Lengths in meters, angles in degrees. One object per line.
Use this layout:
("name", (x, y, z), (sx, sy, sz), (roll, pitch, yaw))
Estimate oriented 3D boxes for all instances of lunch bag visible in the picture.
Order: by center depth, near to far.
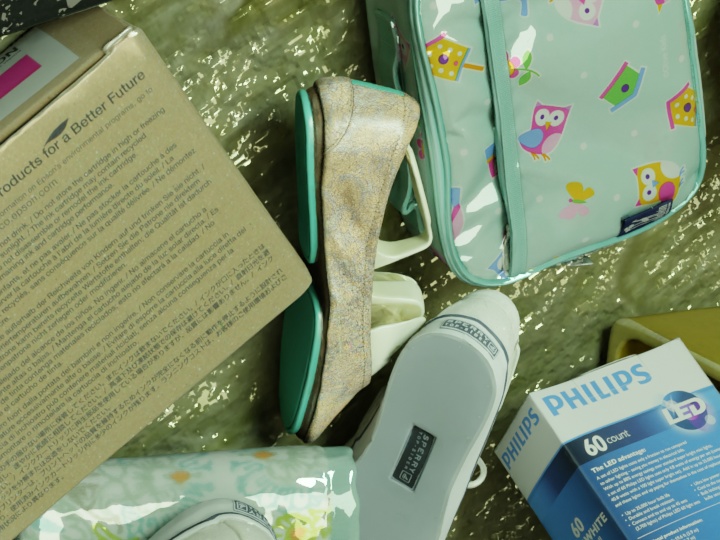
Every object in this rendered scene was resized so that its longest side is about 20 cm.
("lunch bag", (0.083, -0.093, 1.168), (0.160, 0.077, 0.200), (-22, 120, -21))

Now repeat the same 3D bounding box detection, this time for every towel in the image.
("towel", (-0.086, 0.182, 1.181), (0.171, 0.048, 0.200), (-4, 113, -13))

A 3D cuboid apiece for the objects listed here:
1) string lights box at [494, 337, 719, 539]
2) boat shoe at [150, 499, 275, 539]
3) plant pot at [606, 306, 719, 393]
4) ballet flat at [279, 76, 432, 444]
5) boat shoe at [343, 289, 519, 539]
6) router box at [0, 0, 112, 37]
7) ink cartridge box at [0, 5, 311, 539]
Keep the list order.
("string lights box", (0.166, 0.138, 1.188), (0.103, 0.200, 0.059), (-18, 151, -30))
("boat shoe", (-0.112, 0.197, 1.103), (0.202, 0.086, 0.075), (-40, 114, 6))
("plant pot", (0.267, 0.125, 1.307), (0.200, 0.195, 0.195), (-14, 117, -35))
("ballet flat", (0.000, 0.000, 1.146), (0.067, 0.068, 0.200), (-3, 126, -12))
("boat shoe", (0.029, 0.086, 1.215), (0.086, 0.075, 0.202), (-48, 164, -53))
("router box", (-0.178, -0.169, 0.998), (0.200, 0.051, 0.149), (-22, 118, -21))
("ink cartridge box", (-0.147, 0.002, 1.076), (0.200, 0.075, 0.165), (-40, 123, -9))
